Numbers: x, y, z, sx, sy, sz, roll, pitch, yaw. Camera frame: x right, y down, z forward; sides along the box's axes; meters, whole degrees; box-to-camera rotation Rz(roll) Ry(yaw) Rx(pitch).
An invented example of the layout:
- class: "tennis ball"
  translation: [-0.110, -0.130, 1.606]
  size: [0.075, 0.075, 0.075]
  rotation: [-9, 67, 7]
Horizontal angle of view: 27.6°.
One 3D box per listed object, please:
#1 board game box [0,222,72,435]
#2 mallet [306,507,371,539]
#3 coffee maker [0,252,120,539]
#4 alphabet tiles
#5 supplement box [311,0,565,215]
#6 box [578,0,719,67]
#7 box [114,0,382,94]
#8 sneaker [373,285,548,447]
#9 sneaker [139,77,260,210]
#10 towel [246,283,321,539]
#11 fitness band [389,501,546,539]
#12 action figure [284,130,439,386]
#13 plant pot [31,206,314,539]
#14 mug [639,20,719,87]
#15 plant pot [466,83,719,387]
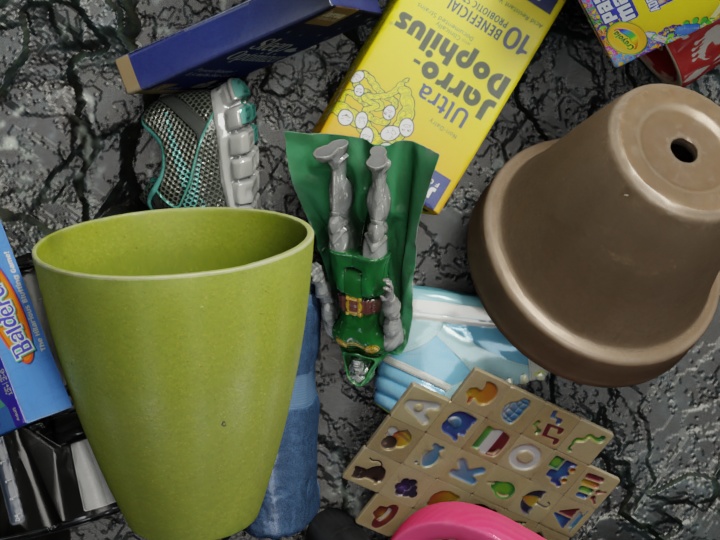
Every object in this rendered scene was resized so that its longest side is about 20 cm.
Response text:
- class: "board game box"
  translation: [-0.298, 0.054, 1.000]
  size: [0.200, 0.045, 0.153]
  rotation: [-24, 87, 38]
- class: "mallet"
  translation: [-0.047, 0.286, 1.148]
  size: [0.041, 0.066, 0.201]
  rotation: [25, 93, -41]
- class: "coffee maker"
  translation: [-0.261, 0.093, 1.094]
  size: [0.191, 0.134, 0.201]
  rotation: [-10, 94, 35]
- class: "alphabet tiles"
  translation: [0.095, 0.160, 1.136]
  size: [0.199, 0.006, 0.167]
  rotation: [26, 115, -21]
- class: "supplement box"
  translation: [0.057, -0.155, 1.113]
  size: [0.109, 0.110, 0.201]
  rotation: [30, 90, -6]
- class: "box"
  translation: [0.222, -0.287, 1.040]
  size: [0.192, 0.122, 0.201]
  rotation: [-25, 54, 15]
- class: "box"
  translation: [-0.064, -0.175, 1.058]
  size: [0.199, 0.121, 0.033]
  rotation: [-21, 90, 19]
- class: "sneaker"
  translation: [0.103, 0.087, 1.148]
  size: [0.199, 0.080, 0.131]
  rotation: [10, 90, 3]
- class: "sneaker"
  translation: [-0.122, -0.045, 1.116]
  size: [0.091, 0.078, 0.201]
  rotation: [-1, 103, 4]
- class: "towel"
  translation: [-0.056, 0.098, 1.111]
  size: [0.048, 0.112, 0.201]
  rotation: [2, 91, 5]
- class: "fitness band"
  translation: [0.108, 0.260, 1.128]
  size: [0.199, 0.037, 0.144]
  rotation: [29, 125, 10]
- class: "action figure"
  translation: [0.000, 0.000, 1.076]
  size: [0.118, 0.055, 0.201]
  rotation: [12, 125, 23]
- class: "plant pot"
  translation: [-0.119, 0.075, 1.000]
  size: [0.186, 0.187, 0.201]
  rotation: [-4, 105, -6]
- class: "mug"
  translation: [0.287, -0.252, 1.145]
  size: [0.200, 0.178, 0.134]
  rotation: [-37, 132, 1]
- class: "plant pot"
  translation: [0.197, -0.042, 1.065]
  size: [0.199, 0.175, 0.201]
  rotation: [9, 57, -14]
